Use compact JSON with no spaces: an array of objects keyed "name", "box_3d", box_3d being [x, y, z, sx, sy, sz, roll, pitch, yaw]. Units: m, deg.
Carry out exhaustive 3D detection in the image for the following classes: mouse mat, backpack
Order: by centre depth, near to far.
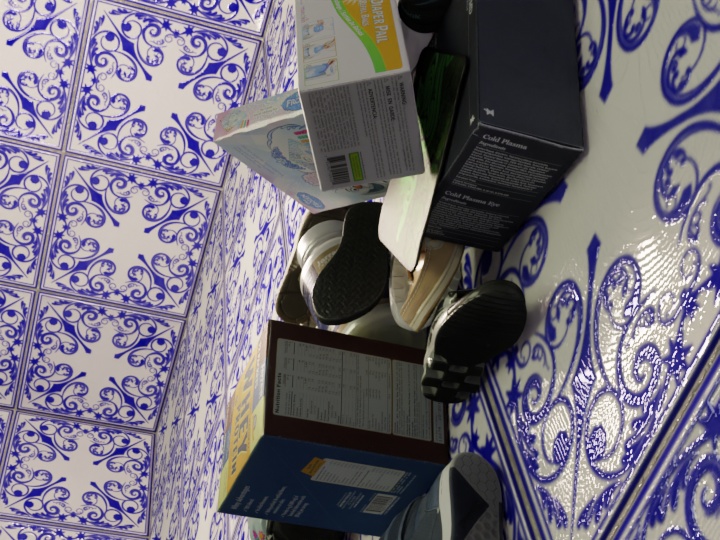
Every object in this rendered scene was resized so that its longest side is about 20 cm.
[{"name":"mouse mat","box_3d":[0.055,-0.111,1.031,0.161,0.007,0.203,-129,52,-72]},{"name":"backpack","box_3d":[-0.085,0.314,1.406,0.200,0.125,0.169,-168,86,-78]}]

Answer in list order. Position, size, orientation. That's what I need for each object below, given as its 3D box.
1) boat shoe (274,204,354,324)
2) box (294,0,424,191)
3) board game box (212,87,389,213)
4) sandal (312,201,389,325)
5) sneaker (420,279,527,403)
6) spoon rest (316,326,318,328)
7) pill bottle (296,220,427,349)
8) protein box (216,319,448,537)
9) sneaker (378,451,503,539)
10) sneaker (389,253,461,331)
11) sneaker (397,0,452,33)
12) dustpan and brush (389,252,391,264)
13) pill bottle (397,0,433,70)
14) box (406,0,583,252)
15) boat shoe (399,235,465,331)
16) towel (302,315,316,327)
[{"name":"boat shoe","box_3d":[-0.057,-0.026,1.427,0.202,0.071,0.076,-60,1,1]},{"name":"box","box_3d":[-0.004,-0.185,1.031,0.201,0.100,0.113,-96,-5,-51]},{"name":"board game box","box_3d":[-0.034,-0.143,1.265,0.197,0.199,0.044,-11,61,33]},{"name":"sandal","box_3d":[0.001,0.000,1.184,0.201,0.074,0.048,-68,-21,-48]},{"name":"sneaker","box_3d":[0.100,0.044,1.012,0.201,0.073,0.090,118,163,-57]},{"name":"spoon rest","box_3d":[-0.010,0.041,1.407,0.201,0.060,0.101,-72,-29,-62]},{"name":"pill bottle","box_3d":[-0.008,0.030,1.272,0.201,0.110,0.112,59,137,47]},{"name":"protein box","box_3d":[-0.033,0.177,1.167,0.199,0.197,0.136,120,157,-50]},{"name":"sneaker","box_3d":[0.063,0.279,0.939,0.146,0.076,0.204,-50,21,40]},{"name":"sneaker","box_3d":[0.064,-0.002,1.197,0.081,0.075,0.202,117,169,-45]},{"name":"sneaker","box_3d":[0.121,-0.314,1.062,0.200,0.076,0.079,-42,-15,-2]},{"name":"dustpan and brush","box_3d":[0.023,-0.038,1.391,0.200,0.056,0.141,-117,41,-68]},{"name":"pill bottle","box_3d":[0.038,-0.248,1.228,0.200,0.111,0.114,36,-119,-67]},{"name":"box","box_3d":[0.122,-0.154,1.026,0.182,0.103,0.202,122,155,-57]},{"name":"boat shoe","box_3d":[0.068,-0.026,1.091,0.074,0.069,0.201,-61,3,48]},{"name":"towel","box_3d":[-0.056,0.146,1.467,0.133,0.034,0.202,58,-151,-52]}]
